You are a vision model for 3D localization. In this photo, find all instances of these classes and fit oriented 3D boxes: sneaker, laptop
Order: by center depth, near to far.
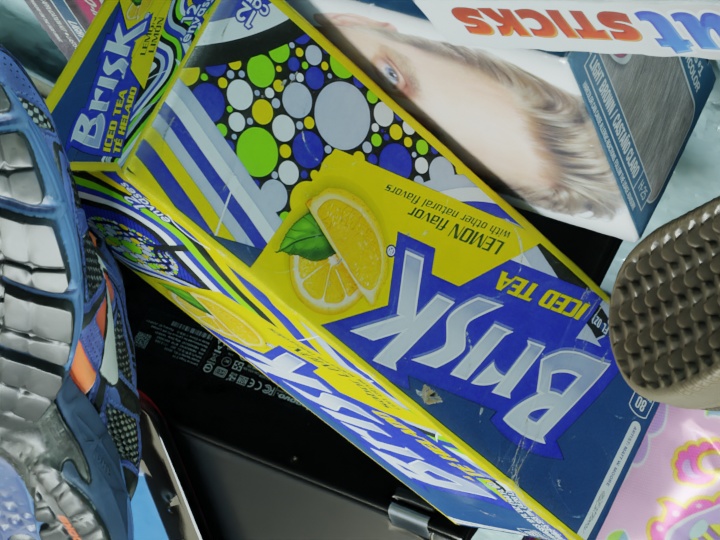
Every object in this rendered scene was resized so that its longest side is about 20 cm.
[{"bbox_3d":[-0.097,0.008,0.717,0.075,0.079,0.201,5,140,5],"label":"sneaker"},{"bbox_3d":[0.151,-0.008,0.722,0.075,0.071,0.200,1,169,-34],"label":"sneaker"},{"bbox_3d":[-0.025,0.061,0.947,0.186,0.201,0.116,19,156,22],"label":"laptop"}]

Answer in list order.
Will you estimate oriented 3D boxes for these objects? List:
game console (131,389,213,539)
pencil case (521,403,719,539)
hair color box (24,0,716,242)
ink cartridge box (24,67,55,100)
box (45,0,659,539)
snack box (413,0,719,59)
[{"bbox_3d":[-0.131,0.157,0.924,0.118,0.172,0.201,6,120,60],"label":"game console"},{"bbox_3d":[0.100,0.093,0.919,0.087,0.088,0.201,27,126,1],"label":"pencil case"},{"bbox_3d":[-0.007,-0.081,0.784,0.199,0.061,0.100,17,159,26],"label":"hair color box"},{"bbox_3d":[-0.099,0.031,1.022,0.199,0.166,0.075,28,-177,1],"label":"ink cartridge box"},{"bbox_3d":[0.000,0.000,0.781,0.200,0.070,0.064,40,160,-32],"label":"box"},{"bbox_3d":[0.102,-0.082,0.616,0.199,0.072,0.024,8,151,45],"label":"snack box"}]
